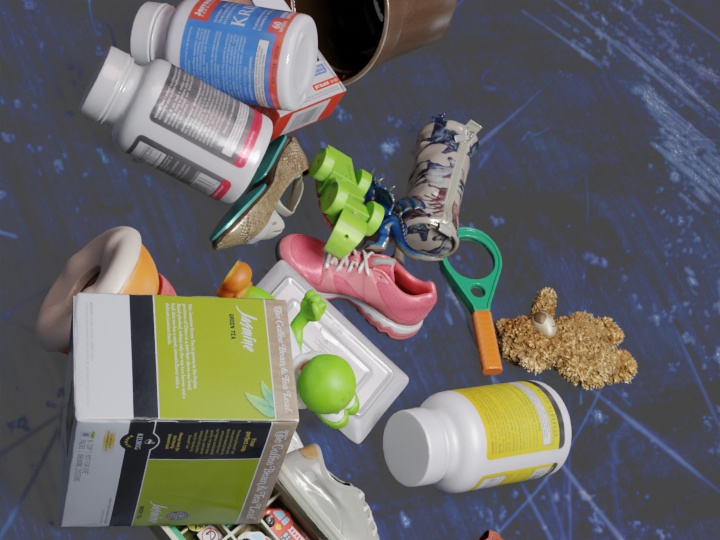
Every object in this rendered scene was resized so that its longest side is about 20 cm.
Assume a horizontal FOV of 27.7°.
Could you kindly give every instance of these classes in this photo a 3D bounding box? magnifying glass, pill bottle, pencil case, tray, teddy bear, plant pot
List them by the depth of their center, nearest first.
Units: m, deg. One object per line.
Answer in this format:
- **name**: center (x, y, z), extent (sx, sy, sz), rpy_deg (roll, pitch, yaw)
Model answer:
- **tray**: center (-0.043, 0.085, 1.599), extent (0.200, 0.022, 0.107), rpy_deg (43, 58, -2)
- **pill bottle**: center (0.127, 0.184, 1.603), extent (0.199, 0.111, 0.112), rpy_deg (-3, 61, -38)
- **pill bottle**: center (-0.207, -0.165, 1.618), extent (0.199, 0.111, 0.111), rpy_deg (28, 47, -16)
- **pill bottle**: center (-0.157, -0.252, 1.670), extent (0.198, 0.113, 0.113), rpy_deg (11, 45, 13)
- **magnifying glass**: center (0.143, 0.035, 1.777), extent (0.079, 0.022, 0.201), rpy_deg (1, 56, -16)
- **teddy bear**: center (0.262, 0.086, 1.802), extent (0.199, 0.067, 0.146), rpy_deg (22, 47, -22)
- **pencil case**: center (0.097, -0.102, 1.805), extent (0.077, 0.089, 0.201), rpy_deg (29, 47, -16)
- **plant pot**: center (0.010, -0.347, 1.861), extent (0.198, 0.200, 0.201), rpy_deg (-22, 73, -51)

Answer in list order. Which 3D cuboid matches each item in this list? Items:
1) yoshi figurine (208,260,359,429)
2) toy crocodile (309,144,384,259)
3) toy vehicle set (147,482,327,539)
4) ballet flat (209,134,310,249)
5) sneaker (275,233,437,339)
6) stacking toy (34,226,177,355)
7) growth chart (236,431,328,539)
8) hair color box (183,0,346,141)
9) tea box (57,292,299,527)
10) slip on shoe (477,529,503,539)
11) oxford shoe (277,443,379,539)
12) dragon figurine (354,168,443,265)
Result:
- **yoshi figurine**: center (-0.075, 0.082, 1.507), extent (0.200, 0.112, 0.112), rpy_deg (41, 19, -4)
- **toy crocodile**: center (-0.023, -0.083, 1.677), extent (0.067, 0.062, 0.200), rpy_deg (27, 24, -25)
- **toy vehicle set**: center (-0.100, 0.276, 1.411), extent (0.200, 0.027, 0.124), rpy_deg (48, 55, 8)
- **ballet flat**: center (-0.105, -0.077, 1.663), extent (0.065, 0.070, 0.200), rpy_deg (46, 46, -18)
- **sneaker**: center (0.000, 0.000, 1.664), extent (0.199, 0.087, 0.074), rpy_deg (27, 47, -17)
- **stacking toy**: center (-0.209, 0.066, 1.456), extent (0.200, 0.146, 0.147), rpy_deg (41, 42, -25)
- **growth chart**: center (-0.096, 0.217, 1.487), extent (0.144, 0.018, 0.201), rpy_deg (-10, 66, -39)
- **hair color box**: center (-0.121, -0.267, 1.780), extent (0.111, 0.064, 0.201), rpy_deg (-27, 76, -36)
- **tea box**: center (-0.172, 0.132, 1.332), extent (0.195, 0.201, 0.134), rpy_deg (3, 53, -15)
- **slip on shoe**: center (0.092, 0.322, 1.510), extent (0.199, 0.074, 0.061), rpy_deg (-17, 62, -47)
- **oxford shoe**: center (-0.011, 0.250, 1.451), extent (0.058, 0.075, 0.200), rpy_deg (-40, 108, -10)
- **dragon figurine**: center (0.036, -0.064, 1.699), extent (0.059, 0.200, 0.100), rpy_deg (21, 87, -26)
